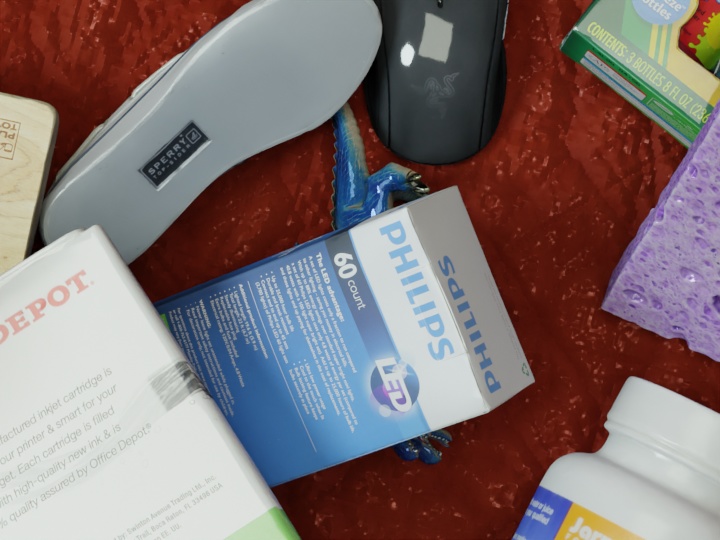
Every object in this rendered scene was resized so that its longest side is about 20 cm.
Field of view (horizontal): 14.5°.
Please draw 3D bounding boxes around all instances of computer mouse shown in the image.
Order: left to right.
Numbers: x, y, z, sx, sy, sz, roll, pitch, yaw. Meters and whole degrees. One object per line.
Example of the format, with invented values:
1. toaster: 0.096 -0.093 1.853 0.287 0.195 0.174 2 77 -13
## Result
1. computer mouse: 0.011 -0.157 1.418 0.140 0.046 0.201 7 86 -2

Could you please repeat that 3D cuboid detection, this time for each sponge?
1. sponge: 0.199 -0.022 1.346 0.111 0.200 0.030 26 53 0

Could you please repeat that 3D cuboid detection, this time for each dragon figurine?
1. dragon figurine: 0.000 0.000 1.401 0.099 0.059 0.200 -35 89 -3

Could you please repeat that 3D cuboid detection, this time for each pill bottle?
1. pill bottle: 0.121 0.157 1.368 0.112 0.112 0.200 27 87 1

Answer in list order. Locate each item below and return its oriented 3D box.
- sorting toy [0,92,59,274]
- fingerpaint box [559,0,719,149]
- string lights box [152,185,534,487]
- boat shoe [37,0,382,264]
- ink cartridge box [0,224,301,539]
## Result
1. sorting toy: -0.262 -0.002 1.389 0.199 0.070 0.199 12 88 0
2. fingerpaint box: 0.229 -0.118 1.405 0.200 0.073 0.167 39 86 1
3. string lights box: -0.029 0.043 1.349 0.200 0.059 0.103 -21 92 29
4. boat shoe: -0.080 -0.080 1.401 0.200 0.065 0.074 -35 112 -1
5. ink cartridge box: -0.125 0.102 1.296 0.145 0.084 0.200 -32 84 -3
